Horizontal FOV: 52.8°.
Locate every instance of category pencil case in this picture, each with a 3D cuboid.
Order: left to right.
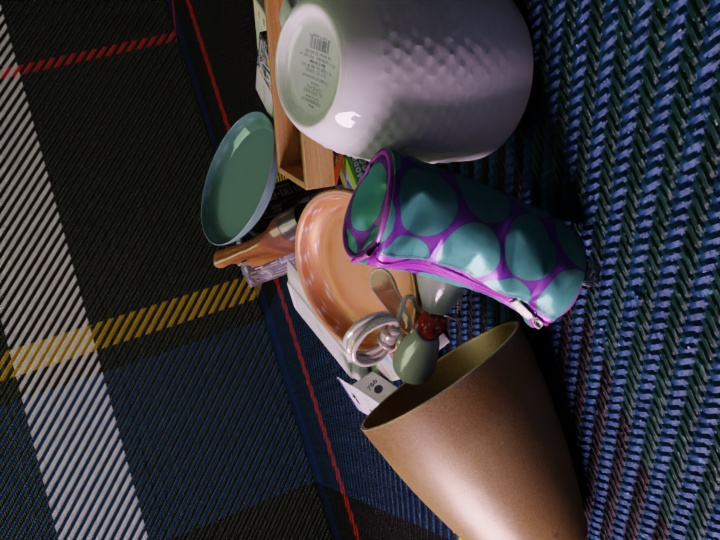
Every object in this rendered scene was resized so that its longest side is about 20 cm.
[{"bbox_3d":[0.084,-0.020,0.561,0.085,0.197,0.094,-32,45,54],"label":"pencil case"}]

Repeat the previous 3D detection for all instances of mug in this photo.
[{"bbox_3d":[0.012,-0.174,0.588,0.200,0.173,0.150,47,131,34],"label":"mug"}]

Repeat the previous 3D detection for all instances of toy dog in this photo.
[{"bbox_3d":[0.061,0.000,0.682,0.201,0.130,0.097,-54,38,17],"label":"toy dog"}]

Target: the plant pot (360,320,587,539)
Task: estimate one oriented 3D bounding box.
[{"bbox_3d":[0.127,0.186,0.704,0.202,0.184,0.186,58,164,1],"label":"plant pot"}]

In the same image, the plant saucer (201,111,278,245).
[{"bbox_3d":[-0.174,-0.132,1.065,0.198,0.027,0.205,-24,58,45],"label":"plant saucer"}]

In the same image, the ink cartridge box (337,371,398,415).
[{"bbox_3d":[0.061,0.200,0.986,0.198,0.039,0.100,27,157,35],"label":"ink cartridge box"}]

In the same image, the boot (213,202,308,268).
[{"bbox_3d":[-0.094,-0.034,1.089,0.198,0.186,0.070,-25,78,42],"label":"boot"}]

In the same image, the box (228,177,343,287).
[{"bbox_3d":[-0.107,-0.074,1.187,0.050,0.197,0.160,54,157,39],"label":"box"}]

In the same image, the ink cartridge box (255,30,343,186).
[{"bbox_3d":[-0.084,-0.218,0.987,0.203,0.049,0.110,64,159,23],"label":"ink cartridge box"}]

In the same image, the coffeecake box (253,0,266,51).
[{"bbox_3d":[-0.103,-0.320,1.147,0.155,0.072,0.202,92,157,-46],"label":"coffeecake box"}]

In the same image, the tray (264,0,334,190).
[{"bbox_3d":[-0.063,-0.195,0.745,0.098,0.036,0.205,-143,47,-61],"label":"tray"}]

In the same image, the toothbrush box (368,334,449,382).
[{"bbox_3d":[0.025,0.075,1.020,0.147,0.085,0.200,55,162,3],"label":"toothbrush box"}]

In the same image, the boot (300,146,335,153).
[{"bbox_3d":[-0.043,-0.248,0.878,0.165,0.064,0.205,-55,-36,-75],"label":"boot"}]

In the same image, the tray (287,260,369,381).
[{"bbox_3d":[-0.053,0.082,1.068,0.200,0.022,0.108,47,160,33],"label":"tray"}]

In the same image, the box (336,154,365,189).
[{"bbox_3d":[0.004,-0.122,0.998,0.118,0.047,0.204,98,155,-75],"label":"box"}]

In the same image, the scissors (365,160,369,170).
[{"bbox_3d":[0.008,-0.156,0.874,0.201,0.014,0.075,-74,-29,-64],"label":"scissors"}]

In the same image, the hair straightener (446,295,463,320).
[{"bbox_3d":[0.062,-0.023,0.875,0.203,0.076,0.041,63,-169,20],"label":"hair straightener"}]

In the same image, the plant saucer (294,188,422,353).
[{"bbox_3d":[0.000,0.000,0.856,0.198,0.037,0.204,22,123,39],"label":"plant saucer"}]
